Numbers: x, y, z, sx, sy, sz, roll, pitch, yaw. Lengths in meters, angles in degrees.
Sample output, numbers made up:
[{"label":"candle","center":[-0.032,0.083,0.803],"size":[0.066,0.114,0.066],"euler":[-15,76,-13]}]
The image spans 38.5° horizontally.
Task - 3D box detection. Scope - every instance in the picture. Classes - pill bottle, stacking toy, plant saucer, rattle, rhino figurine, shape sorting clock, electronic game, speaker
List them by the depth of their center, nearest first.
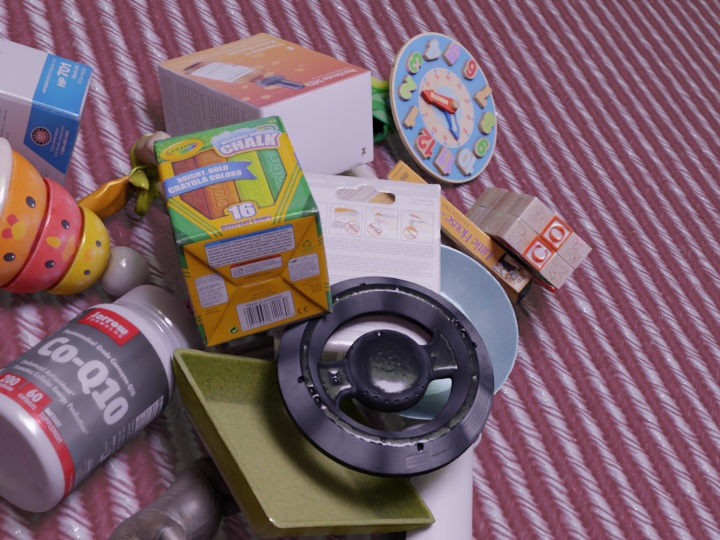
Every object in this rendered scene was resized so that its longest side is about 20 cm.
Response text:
[{"label":"rhino figurine","center":[-0.156,0.224,0.847],"size":[0.087,0.060,0.200],"euler":[30,41,23]},{"label":"pill bottle","center":[-0.231,0.100,0.879],"size":[0.114,0.114,0.200],"euler":[39,43,8]},{"label":"plant saucer","center":[-0.059,0.160,0.897],"size":[0.199,0.048,0.200],"euler":[14,29,-47]},{"label":"electronic game","center":[0.023,0.091,0.926],"size":[0.198,0.042,0.201],"euler":[5,54,-7]},{"label":"speaker","center":[0.064,0.238,0.949],"size":[0.081,0.081,0.201],"euler":[20,45,-12]},{"label":"stacking toy","center":[-0.287,-0.027,0.975],"size":[0.199,0.146,0.147],"euler":[21,41,-35]},{"label":"plant saucer","center":[0.058,0.064,1.044],"size":[0.199,0.039,0.203],"euler":[3,58,-5]},{"label":"rattle","center":[-0.182,-0.035,1.069],"size":[0.200,0.130,0.143],"euler":[49,50,-20]},{"label":"shape sorting clock","center":[0.113,-0.214,1.355],"size":[0.199,0.039,0.202],"euler":[5,82,-39]}]

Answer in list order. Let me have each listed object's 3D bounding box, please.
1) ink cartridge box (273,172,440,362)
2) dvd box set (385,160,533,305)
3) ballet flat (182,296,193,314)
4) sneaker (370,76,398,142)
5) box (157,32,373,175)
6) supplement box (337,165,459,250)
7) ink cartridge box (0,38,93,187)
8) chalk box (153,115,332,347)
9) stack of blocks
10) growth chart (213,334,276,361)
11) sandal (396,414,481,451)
[{"label":"ink cartridge box","center":[0.000,0.000,1.028],"size":[0.159,0.050,0.201],"euler":[5,56,-4]},{"label":"dvd box set","center":[0.117,-0.041,1.208],"size":[0.200,0.029,0.146],"euler":[42,0,11]},{"label":"ballet flat","center":[-0.088,0.018,1.066],"size":[0.198,0.072,0.069],"euler":[1,29,-30]},{"label":"sneaker","center":[0.031,-0.207,1.360],"size":[0.199,0.074,0.084],"euler":[3,78,-34]},{"label":"box","center":[-0.105,-0.175,1.140],"size":[0.152,0.107,0.199],"euler":[-25,37,-34]},{"label":"supplement box","center":[-0.004,-0.039,1.168],"size":[0.200,0.074,0.126],"euler":[42,43,8]},{"label":"ink cartridge box","center":[-0.376,-0.151,1.000],"size":[0.198,0.147,0.086],"euler":[17,46,-16]},{"label":"chalk box","center":[-0.112,-0.053,0.940],"size":[0.124,0.125,0.201],"euler":[-15,43,-10]},{"label":"stack of blocks","center":[0.196,-0.033,1.192],"size":[0.115,0.059,0.200],"euler":[40,1,-10]},{"label":"growth chart","center":[-0.066,0.142,1.007],"size":[0.144,0.018,0.201],"euler":[-7,55,-34]},{"label":"sandal","center":[0.048,0.111,1.071],"size":[0.202,0.050,0.083],"euler":[35,35,-3]}]
